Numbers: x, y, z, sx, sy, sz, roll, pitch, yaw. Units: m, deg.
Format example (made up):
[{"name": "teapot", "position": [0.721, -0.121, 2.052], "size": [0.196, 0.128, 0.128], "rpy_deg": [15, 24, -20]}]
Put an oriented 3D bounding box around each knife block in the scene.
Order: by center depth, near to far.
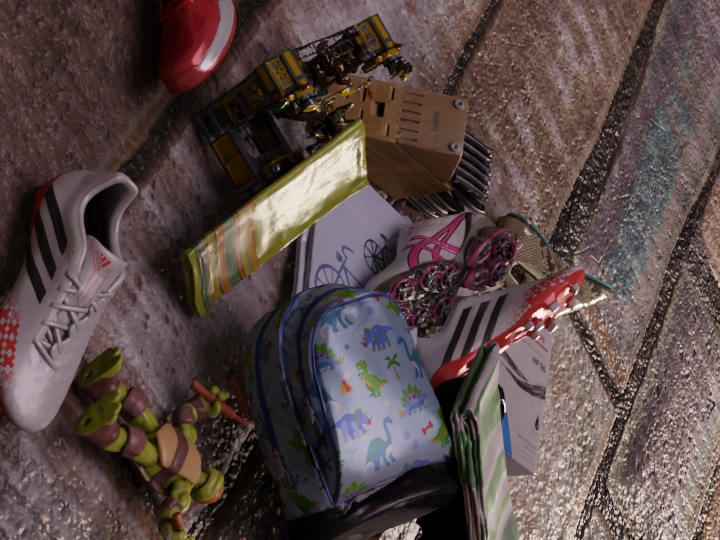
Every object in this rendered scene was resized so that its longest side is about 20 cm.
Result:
[{"name": "knife block", "position": [0.038, -0.113, 1.624], "size": [0.176, 0.200, 0.064], "rpy_deg": [116, -17, -65]}]

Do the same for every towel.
[{"name": "towel", "position": [-0.068, -0.044, 1.370], "size": [0.200, 0.018, 0.086], "rpy_deg": [-39, 154, -23]}, {"name": "towel", "position": [0.112, 0.179, 1.420], "size": [0.153, 0.023, 0.200], "rpy_deg": [-58, 141, -65]}]

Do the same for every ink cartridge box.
[{"name": "ink cartridge box", "position": [0.139, 0.101, 1.706], "size": [0.116, 0.068, 0.200], "rpy_deg": [39, 52, -46]}]

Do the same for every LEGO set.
[{"name": "LEGO set", "position": [-0.036, -0.127, 1.418], "size": [0.116, 0.154, 0.200], "rpy_deg": [60, 33, -1]}]

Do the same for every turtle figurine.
[{"name": "turtle figurine", "position": [-0.153, 0.132, 1.276], "size": [0.161, 0.064, 0.200], "rpy_deg": [47, 35, -34]}]

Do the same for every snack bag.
[{"name": "snack bag", "position": [0.000, 0.000, 1.558], "size": [0.189, 0.021, 0.200], "rpy_deg": [40, 44, -43]}]

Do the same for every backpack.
[{"name": "backpack", "position": [-0.013, 0.110, 1.346], "size": [0.163, 0.154, 0.200], "rpy_deg": [-14, 68, -34]}]

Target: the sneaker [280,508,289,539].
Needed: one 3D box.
[{"name": "sneaker", "position": [-0.048, 0.163, 1.420], "size": [0.088, 0.080, 0.200], "rpy_deg": [35, 50, -39]}]

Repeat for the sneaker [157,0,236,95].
[{"name": "sneaker", "position": [-0.161, -0.244, 1.352], "size": [0.116, 0.078, 0.200], "rpy_deg": [39, 40, -35]}]

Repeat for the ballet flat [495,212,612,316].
[{"name": "ballet flat", "position": [0.205, 0.009, 1.839], "size": [0.200, 0.068, 0.075], "rpy_deg": [34, 78, -41]}]

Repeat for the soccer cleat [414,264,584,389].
[{"name": "soccer cleat", "position": [0.133, 0.044, 1.628], "size": [0.200, 0.085, 0.069], "rpy_deg": [-36, 158, -11]}]

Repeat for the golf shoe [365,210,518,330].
[{"name": "golf shoe", "position": [0.061, -0.003, 1.583], "size": [0.200, 0.092, 0.073], "rpy_deg": [-25, 135, -45]}]

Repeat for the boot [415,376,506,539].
[{"name": "boot", "position": [0.092, 0.210, 1.532], "size": [0.198, 0.073, 0.163], "rpy_deg": [106, -14, -57]}]

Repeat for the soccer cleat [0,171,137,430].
[{"name": "soccer cleat", "position": [-0.211, 0.017, 1.181], "size": [0.069, 0.085, 0.200], "rpy_deg": [38, 53, -45]}]

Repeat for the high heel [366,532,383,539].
[{"name": "high heel", "position": [-0.007, 0.197, 1.494], "size": [0.142, 0.071, 0.200], "rpy_deg": [6, 54, -26]}]
